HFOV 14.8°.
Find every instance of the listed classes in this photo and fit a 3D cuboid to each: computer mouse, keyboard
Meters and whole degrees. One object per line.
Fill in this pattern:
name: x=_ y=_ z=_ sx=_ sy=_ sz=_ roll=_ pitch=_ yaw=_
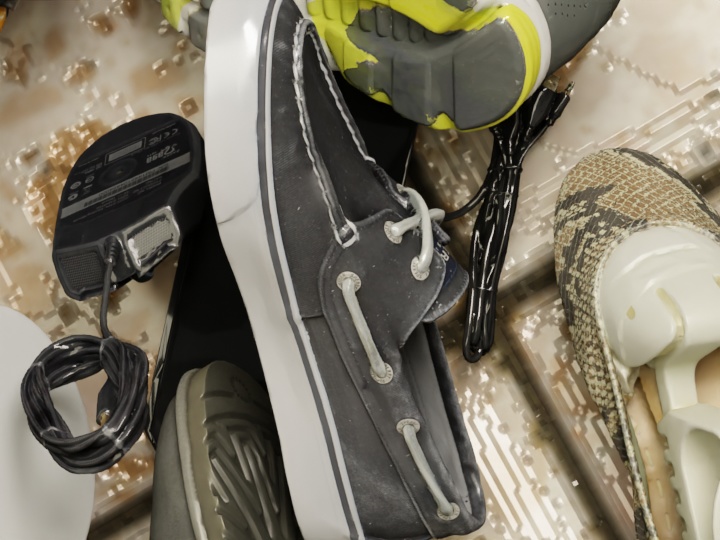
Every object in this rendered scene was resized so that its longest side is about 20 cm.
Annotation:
computer mouse: x=-0.075 y=0.009 z=0.900 sx=0.058 sy=0.200 sz=0.034 roll=-21 pitch=119 yaw=15
keyboard: x=0.003 y=-0.022 z=0.956 sx=0.126 sy=0.021 sz=0.201 roll=12 pitch=88 yaw=19

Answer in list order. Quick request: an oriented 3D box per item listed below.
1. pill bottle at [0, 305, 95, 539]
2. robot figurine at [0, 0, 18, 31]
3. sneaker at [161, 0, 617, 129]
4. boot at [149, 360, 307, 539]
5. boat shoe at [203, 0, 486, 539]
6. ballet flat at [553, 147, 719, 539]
pill bottle: x=-0.194 y=0.075 z=0.915 sx=0.199 sy=0.114 sz=0.114 roll=-13 pitch=81 yaw=27
robot figurine: x=-0.152 y=-0.084 z=0.949 sx=0.058 sy=0.145 sz=0.200 roll=34 pitch=100 yaw=-29
sneaker: x=0.001 y=-0.105 z=0.918 sx=0.200 sy=0.084 sz=0.075 roll=31 pitch=132 yaw=36
boot: x=-0.104 y=0.143 z=0.933 sx=0.199 sy=0.072 sz=0.183 roll=-22 pitch=65 yaw=27
boat shoe: x=0.000 y=0.000 z=0.872 sx=0.067 sy=0.072 sz=0.201 roll=-5 pitch=114 yaw=16
ballet flat: x=0.112 y=0.050 z=0.894 sx=0.067 sy=0.075 sz=0.201 roll=-11 pitch=81 yaw=-6
